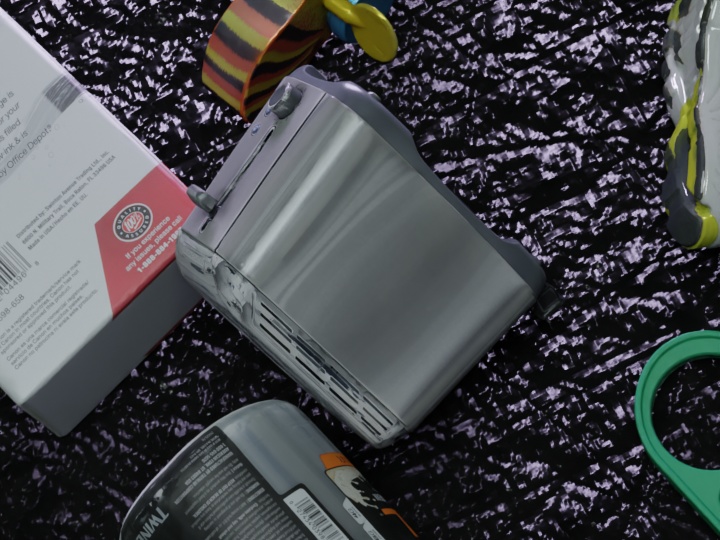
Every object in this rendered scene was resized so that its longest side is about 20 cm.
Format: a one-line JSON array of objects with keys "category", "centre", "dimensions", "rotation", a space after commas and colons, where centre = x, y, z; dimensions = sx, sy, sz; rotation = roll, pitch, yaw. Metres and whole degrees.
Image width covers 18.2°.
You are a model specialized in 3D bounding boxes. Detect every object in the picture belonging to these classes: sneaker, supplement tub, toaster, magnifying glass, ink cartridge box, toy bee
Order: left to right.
[{"category": "ink cartridge box", "centre": [-0.188, -0.032, 1.242], "dimensions": [0.144, 0.084, 0.200], "rotation": [-44, 72, -6]}, {"category": "toy bee", "centre": [-0.023, -0.183, 1.254], "dimensions": [0.130, 0.109, 0.201], "rotation": [17, 75, 16]}, {"category": "supplement tub", "centre": [-0.017, 0.172, 1.125], "dimensions": [0.122, 0.123, 0.200], "rotation": [-42, 71, -6]}, {"category": "toaster", "centre": [0.000, 0.000, 1.166], "dimensions": [0.129, 0.200, 0.114], "rotation": [-49, 27, -4]}, {"category": "magnifying glass", "centre": [0.197, 0.126, 1.161], "dimensions": [0.079, 0.022, 0.201], "rotation": [-16, 68, 4]}, {"category": "sneaker", "centre": [0.211, -0.095, 1.214], "dimensions": [0.084, 0.074, 0.201], "rotation": [13, 67, -12]}]
